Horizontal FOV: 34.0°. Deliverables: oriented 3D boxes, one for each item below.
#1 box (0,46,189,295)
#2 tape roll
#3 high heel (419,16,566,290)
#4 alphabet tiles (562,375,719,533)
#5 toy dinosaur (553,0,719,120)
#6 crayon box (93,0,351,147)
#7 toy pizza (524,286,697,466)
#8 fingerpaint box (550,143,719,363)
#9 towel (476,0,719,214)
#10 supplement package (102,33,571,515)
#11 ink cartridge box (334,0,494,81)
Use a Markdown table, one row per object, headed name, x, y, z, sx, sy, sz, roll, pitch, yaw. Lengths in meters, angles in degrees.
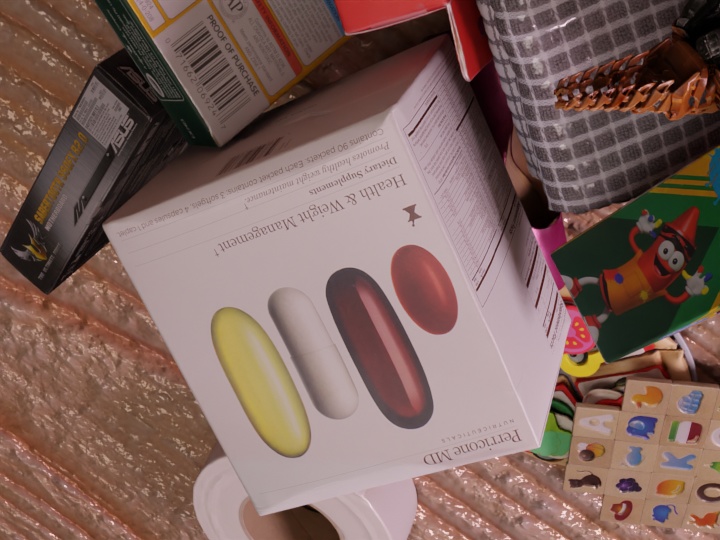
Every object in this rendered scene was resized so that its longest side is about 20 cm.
| name | x | y | z | sx | sy | sz | roll | pitch | yaw |
| --- | --- | --- | --- | --- | --- | --- | --- | --- | --- |
| box | -0.154 | -0.092 | 0.810 | 0.048 | 0.159 | 0.200 | 41 | 133 | -2 |
| tape roll | -0.050 | 0.213 | 1.075 | 0.199 | 0.071 | 0.205 | 13 | 131 | 15 |
| high heel | 0.114 | -0.075 | 0.763 | 0.095 | 0.068 | 0.201 | -10 | 120 | 43 |
| alphabet tiles | 0.258 | 0.145 | 0.897 | 0.196 | 0.006 | 0.168 | 5 | 132 | 7 |
| toy dinosaur | 0.184 | -0.114 | 0.537 | 0.102 | 0.200 | 0.137 | 36 | 154 | 23 |
| crayon box | -0.054 | -0.184 | 0.699 | 0.051 | 0.200 | 0.127 | 13 | 141 | 57 |
| toy pizza | 0.156 | 0.084 | 0.902 | 0.197 | 0.032 | 0.202 | 13 | 131 | 15 |
| fingerpaint box | 0.231 | -0.035 | 0.637 | 0.167 | 0.198 | 0.074 | -37 | 76 | 49 |
| towel | 0.168 | -0.139 | 0.624 | 0.198 | 0.086 | 0.167 | -23 | 121 | 2 |
| supplement package | -0.005 | 0.004 | 0.693 | 0.189 | 0.147 | 0.202 | -19 | 108 | 24 |
| ink cartridge box | 0.020 | -0.208 | 0.644 | 0.066 | 0.116 | 0.203 | -9 | 111 | 28 |
